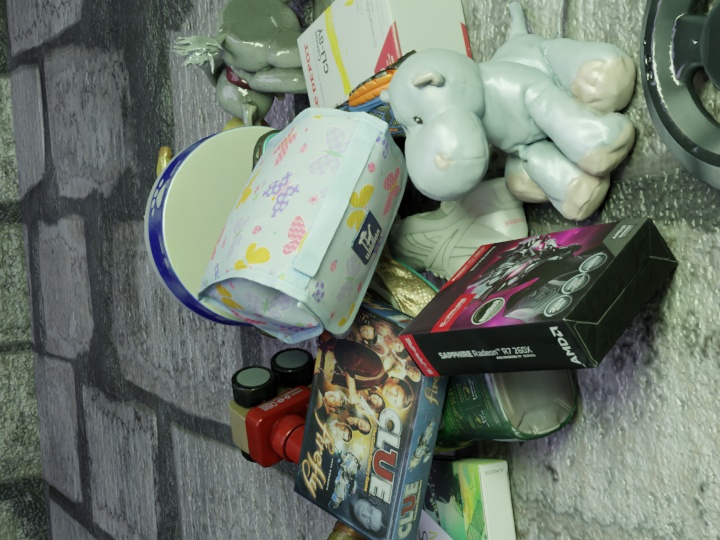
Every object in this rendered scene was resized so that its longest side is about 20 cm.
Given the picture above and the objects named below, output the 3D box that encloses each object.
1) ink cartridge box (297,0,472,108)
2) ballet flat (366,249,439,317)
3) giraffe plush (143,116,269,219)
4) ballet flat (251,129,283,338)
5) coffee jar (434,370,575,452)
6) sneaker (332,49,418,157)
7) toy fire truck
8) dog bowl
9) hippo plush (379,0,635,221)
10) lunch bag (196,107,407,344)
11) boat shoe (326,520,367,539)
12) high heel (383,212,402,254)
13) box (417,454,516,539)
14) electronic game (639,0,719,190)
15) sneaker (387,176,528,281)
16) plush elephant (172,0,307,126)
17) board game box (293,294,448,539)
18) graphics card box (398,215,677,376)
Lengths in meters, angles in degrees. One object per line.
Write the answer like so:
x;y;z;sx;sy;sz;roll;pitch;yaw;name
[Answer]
0.022;-0.200;1.269;0.200;0.083;0.146;-28;71;62;ink cartridge box
0.000;0.000;1.226;0.200;0.065;0.071;40;157;23;ballet flat
-0.156;-0.082;1.603;0.162;0.199;0.173;68;-173;-78;giraffe plush
-0.079;-0.033;1.233;0.068;0.068;0.201;155;120;-71;ballet flat
0.103;0.106;1.164;0.200;0.085;0.105;-23;82;62;coffee jar
0.009;-0.121;1.161;0.079;0.075;0.200;56;154;-2;sneaker
-0.016;0.143;1.317;0.200;0.176;0.129;29;132;44;toy fire truck
-0.112;-0.043;1.303;0.079;0.199;0.201;176;88;-69;dog bowl
0.110;-0.133;1.015;0.159;0.160;0.201;-13;84;64;hippo plush
-0.043;-0.034;1.102;0.170;0.127;0.200;-67;12;-16;lunch bag
0.008;0.283;1.360;0.200;0.072;0.068;27;-98;-82;boat shoe
-0.014;-0.041;1.383;0.143;0.071;0.200;56;152;34;high heel
0.089;0.256;1.279;0.200;0.036;0.145;-13;84;63;box
0.259;-0.149;0.844;0.200;0.041;0.201;11;104;55;electronic game
0.088;-0.013;1.186;0.200;0.078;0.100;-32;71;63;sneaker
-0.108;-0.231;1.461;0.155;0.199;0.165;94;151;-61;plush elephant
0.010;0.132;1.162;0.135;0.035;0.201;23;110;43;board game box
0.133;0.024;1.007;0.200;0.125;0.051;-8;122;55;graphics card box
